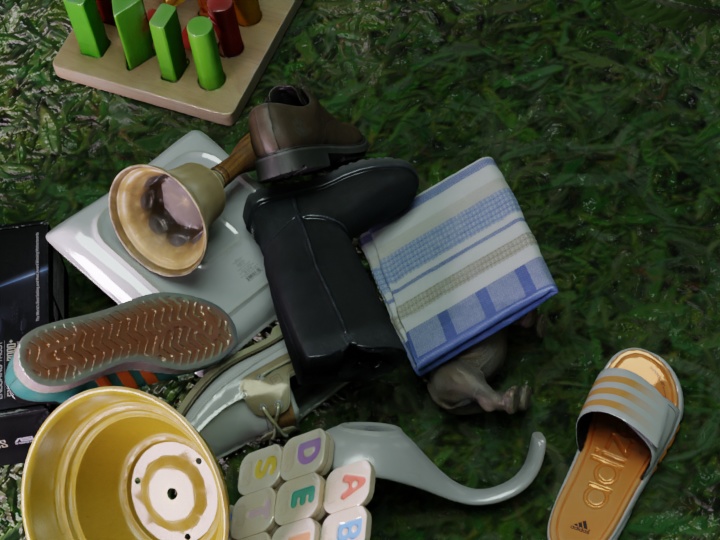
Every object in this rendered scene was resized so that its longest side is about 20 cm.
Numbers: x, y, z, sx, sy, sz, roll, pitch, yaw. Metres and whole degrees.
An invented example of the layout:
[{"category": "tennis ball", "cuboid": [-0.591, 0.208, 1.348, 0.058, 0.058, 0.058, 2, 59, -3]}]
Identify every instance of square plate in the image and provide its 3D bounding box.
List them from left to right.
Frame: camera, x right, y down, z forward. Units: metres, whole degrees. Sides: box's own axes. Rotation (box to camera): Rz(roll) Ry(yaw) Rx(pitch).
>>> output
[{"category": "square plate", "cuboid": [-0.142, -0.026, 1.783, 0.198, 0.029, 0.200, 40, 54, 16]}]

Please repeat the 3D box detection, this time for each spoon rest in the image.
[{"category": "spoon rest", "cuboid": [0.053, 0.160, 1.655, 0.198, 0.099, 0.061, 2, 94, 1]}]

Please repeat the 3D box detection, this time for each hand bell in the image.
[{"category": "hand bell", "cuboid": [-0.123, -0.083, 1.776, 0.104, 0.105, 0.200, 25, 37, 21]}]

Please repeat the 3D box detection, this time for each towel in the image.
[{"category": "towel", "cuboid": [0.082, -0.007, 1.742, 0.146, 0.024, 0.200, -31, 40, 8]}]

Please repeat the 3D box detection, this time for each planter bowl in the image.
[{"category": "planter bowl", "cuboid": [-0.172, 0.188, 1.632, 0.199, 0.083, 0.202, 3, 97, 27]}]

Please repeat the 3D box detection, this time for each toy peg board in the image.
[{"category": "toy peg board", "cuboid": [-0.178, -0.269, 1.956, 0.199, 0.098, 0.200, 17, 60, 17]}]

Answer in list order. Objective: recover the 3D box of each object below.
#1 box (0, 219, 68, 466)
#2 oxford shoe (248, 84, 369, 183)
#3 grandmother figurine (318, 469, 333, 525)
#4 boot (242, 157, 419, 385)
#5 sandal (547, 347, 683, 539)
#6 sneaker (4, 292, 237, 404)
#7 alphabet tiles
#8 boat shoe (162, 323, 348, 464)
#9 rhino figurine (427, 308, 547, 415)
[{"category": "box", "cuboid": [-0.343, 0.068, 1.756, 0.163, 0.086, 0.201, -7, 56, 2]}, {"category": "oxford shoe", "cuboid": [-0.044, -0.129, 1.797, 0.072, 0.200, 0.085, -17, 89, 17]}, {"category": "grandmother figurine", "cuboid": [-0.052, 0.259, 1.615, 0.121, 0.061, 0.201, -11, 54, 33]}, {"category": "boot", "cuboid": [-0.001, 0.000, 1.721, 0.164, 0.066, 0.201, -16, 46, -8]}, {"category": "sandal", "cuboid": [0.213, 0.145, 1.655, 0.079, 0.059, 0.207, 16, 60, 16]}, {"category": "sneaker", "cuboid": [-0.203, 0.069, 1.671, 0.199, 0.080, 0.072, -8, 73, -29]}, {"category": "alphabet tiles", "cuboid": [-0.069, 0.226, 1.595, 0.195, 0.015, 0.201, -21, 49, 36]}, {"category": "boat shoe", "cuboid": [-0.079, 0.106, 1.706, 0.200, 0.075, 0.068, -41, 55, -20]}, {"category": "rhino figurine", "cuboid": [0.113, 0.044, 1.734, 0.087, 0.060, 0.201, 1, 53, 20]}]
